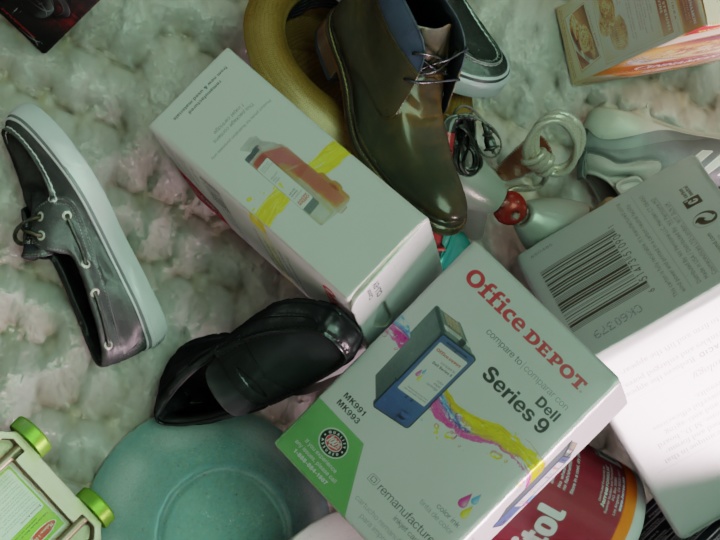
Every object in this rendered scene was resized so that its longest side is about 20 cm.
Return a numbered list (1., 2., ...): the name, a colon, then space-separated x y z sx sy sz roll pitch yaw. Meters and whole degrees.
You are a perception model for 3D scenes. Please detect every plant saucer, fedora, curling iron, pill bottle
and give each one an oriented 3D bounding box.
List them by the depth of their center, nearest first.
1. plant saucer: -0.105 0.198 1.346 0.200 0.039 0.202 4 80 -23
2. curling iron: 0.061 -0.024 1.363 0.049 0.026 0.201 15 93 -13
3. fedora: -0.012 -0.144 1.403 0.200 0.082 0.201 18 50 -23
4. pill bottle: 0.112 0.163 1.411 0.200 0.113 0.113 29 71 -17

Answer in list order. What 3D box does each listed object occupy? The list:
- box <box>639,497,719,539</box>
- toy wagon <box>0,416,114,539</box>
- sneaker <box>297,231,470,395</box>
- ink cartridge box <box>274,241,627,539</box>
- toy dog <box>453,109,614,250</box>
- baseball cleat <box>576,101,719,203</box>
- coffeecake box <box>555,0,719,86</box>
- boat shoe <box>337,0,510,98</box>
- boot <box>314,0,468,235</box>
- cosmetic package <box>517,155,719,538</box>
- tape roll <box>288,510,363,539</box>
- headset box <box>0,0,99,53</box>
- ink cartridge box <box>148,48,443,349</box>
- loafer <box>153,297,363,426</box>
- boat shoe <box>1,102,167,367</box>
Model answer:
1. box: 0.252 0.277 1.410 0.200 0.198 0.123 -38 101 -24
2. toy wagon: -0.244 0.208 1.276 0.155 0.040 0.200 -44 101 -20
3. sneaker: 0.000 0.000 1.398 0.200 0.084 0.121 -36 103 -33
4. ink cartridge box: 0.064 0.103 1.257 0.200 0.088 0.145 -44 73 -3
5. toy dog: 0.140 -0.053 1.464 0.132 0.096 0.200 -31 123 8
6. baseball cleat: 0.274 -0.076 1.556 0.199 0.070 0.107 14 83 -13
7. coffeecake box: 0.280 -0.217 1.498 0.153 0.200 0.073 -11 87 -25
8. boat shoe: 0.042 -0.212 1.380 0.199 0.068 0.074 42 46 -1
9. boot: 0.037 -0.128 1.295 0.075 0.097 0.200 -10 63 -39
10. cosmetic package: 0.250 0.058 1.400 0.165 0.165 0.200 -30 123 6
11. tape roll: 0.009 0.272 1.306 0.202 0.071 0.203 7 68 -18
12. headset box: -0.225 -0.251 1.270 0.149 0.200 0.077 43 67 -14
13. ink cartridge box: -0.040 -0.045 1.304 0.200 0.145 0.083 42 82 19
14. loafer: -0.075 0.072 1.289 0.068 0.200 0.071 46 50 -21
15. boat shoe: -0.214 -0.021 1.318 0.066 0.070 0.201 -33 104 -27
